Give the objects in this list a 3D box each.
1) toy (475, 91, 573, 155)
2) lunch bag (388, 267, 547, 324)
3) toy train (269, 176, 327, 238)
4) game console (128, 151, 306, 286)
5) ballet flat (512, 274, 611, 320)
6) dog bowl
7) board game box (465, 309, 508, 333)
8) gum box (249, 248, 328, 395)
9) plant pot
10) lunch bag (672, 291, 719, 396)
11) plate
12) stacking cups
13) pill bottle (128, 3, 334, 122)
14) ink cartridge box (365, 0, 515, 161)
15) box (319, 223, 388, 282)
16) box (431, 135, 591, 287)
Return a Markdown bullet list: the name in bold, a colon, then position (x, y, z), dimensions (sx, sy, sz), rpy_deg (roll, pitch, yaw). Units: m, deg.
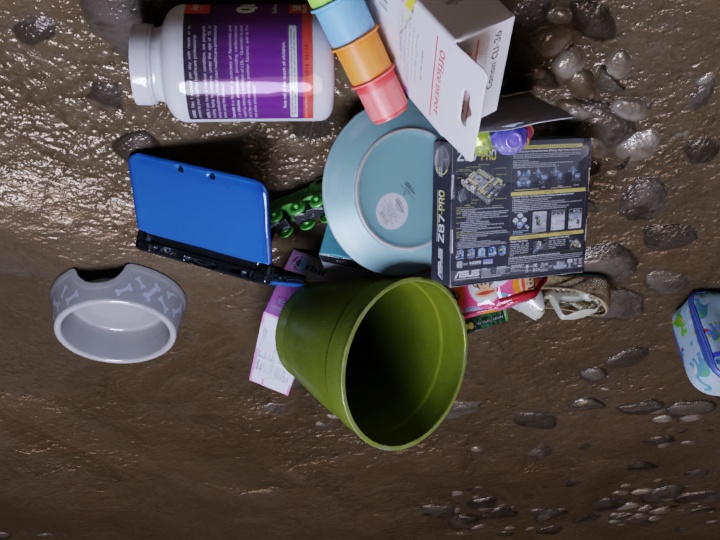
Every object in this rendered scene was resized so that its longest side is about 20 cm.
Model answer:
- **toy**: position (0.144, -0.148, 0.941), dimensions (0.113, 0.201, 0.048), rpy_deg (-9, 110, 1)
- **lunch bag**: position (0.147, 0.006, 1.207), dimensions (0.196, 0.084, 0.176), rpy_deg (-11, -171, 23)
- **toy train**: position (-0.055, -0.086, 1.124), dimensions (0.197, 0.057, 0.042), rpy_deg (-18, 135, 18)
- **game console**: position (-0.172, -0.060, 1.116), dimensions (0.197, 0.121, 0.170), rpy_deg (15, -177, 22)
- **ballet flat**: position (0.279, 0.039, 1.331), dimensions (0.196, 0.066, 0.071), rpy_deg (0, 146, -6)
- **dog bowl**: position (-0.354, 0.068, 1.315), dimensions (0.196, 0.060, 0.201), rpy_deg (-3, 146, -2)
- **board game box**: position (0.117, 0.061, 1.255), dimensions (0.103, 0.024, 0.200), rpy_deg (-19, -170, -14)
- **gum box**: position (-0.102, 0.081, 1.295), dimensions (0.065, 0.115, 0.201), rpy_deg (21, 143, 1)
- **plant pot**: position (-0.003, 0.094, 1.115), dimensions (0.199, 0.204, 0.191), rpy_deg (29, 170, -39)
- **lunch bag**: position (0.593, 0.116, 1.390), dimensions (0.196, 0.163, 0.083), rpy_deg (5, 145, -12)
- **plate**: position (0.052, -0.093, 1.029), dimensions (0.197, 0.204, 0.026), rpy_deg (14, -176, -25)
- **stacking cups**: position (-0.011, -0.236, 0.834), dimensions (0.060, 0.061, 0.202), rpy_deg (-20, 114, 23)
- **pill bottle**: position (-0.124, -0.205, 0.896), dimensions (0.195, 0.114, 0.113), rpy_deg (-1, 146, -4)
- **ink cartridge box**: position (0.074, -0.211, 0.826), dimensions (0.067, 0.201, 0.117), rpy_deg (-26, 151, -17)
- **box**: position (0.000, 0.000, 1.206), dimensions (0.081, 0.050, 0.201), rpy_deg (10, 160, 9)
- **box**: position (0.176, -0.072, 1.050), dimensions (0.196, 0.049, 0.165), rpy_deg (-6, 105, -26)
